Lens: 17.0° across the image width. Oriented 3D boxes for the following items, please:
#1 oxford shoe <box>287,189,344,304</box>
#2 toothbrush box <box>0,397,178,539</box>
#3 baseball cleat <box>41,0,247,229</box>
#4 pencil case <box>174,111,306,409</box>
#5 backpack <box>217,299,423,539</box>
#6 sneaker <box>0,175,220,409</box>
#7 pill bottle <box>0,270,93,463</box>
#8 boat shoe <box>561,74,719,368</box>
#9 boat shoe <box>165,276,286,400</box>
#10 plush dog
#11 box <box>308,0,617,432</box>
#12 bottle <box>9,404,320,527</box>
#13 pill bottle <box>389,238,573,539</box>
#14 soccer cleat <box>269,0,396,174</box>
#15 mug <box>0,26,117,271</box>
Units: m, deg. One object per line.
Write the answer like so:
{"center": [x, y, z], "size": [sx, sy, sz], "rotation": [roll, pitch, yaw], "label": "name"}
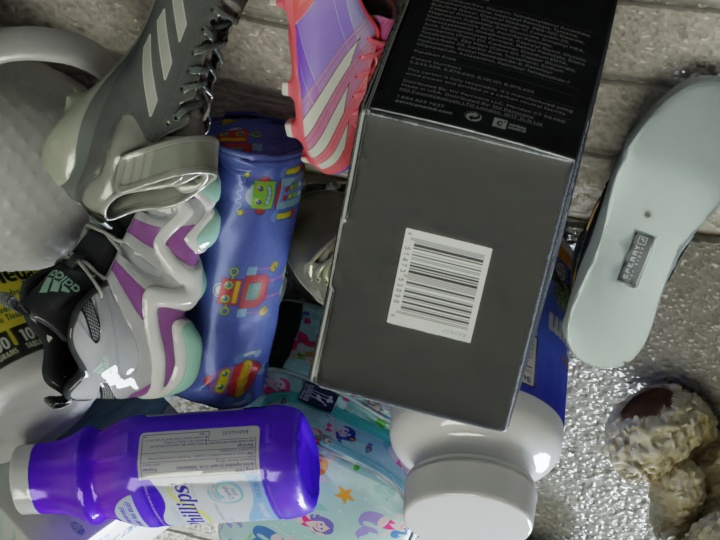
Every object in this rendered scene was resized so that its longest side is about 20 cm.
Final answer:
{"center": [0.000, 0.000, 1.528], "size": [0.075, 0.200, 0.058], "rotation": [-49, 131, 7], "label": "oxford shoe"}
{"center": [-0.224, 0.116, 1.693], "size": [0.200, 0.146, 0.085], "rotation": [43, 150, 19], "label": "toothbrush box"}
{"center": [-0.100, -0.112, 1.428], "size": [0.106, 0.200, 0.070], "rotation": [45, -167, 24], "label": "baseball cleat"}
{"center": [-0.086, -0.008, 1.567], "size": [0.078, 0.087, 0.201], "rotation": [0, 120, -23], "label": "pencil case"}
{"center": [-0.002, 0.131, 1.700], "size": [0.199, 0.151, 0.178], "rotation": [17, 136, -8], "label": "backpack"}
{"center": [-0.162, -0.006, 1.483], "size": [0.078, 0.140, 0.201], "rotation": [22, 115, 48], "label": "sneaker"}
{"center": [-0.268, 0.022, 1.626], "size": [0.200, 0.112, 0.113], "rotation": [54, 147, 22], "label": "pill bottle"}
{"center": [0.176, -0.043, 1.490], "size": [0.071, 0.091, 0.201], "rotation": [22, 114, -6], "label": "boat shoe"}
{"center": [-0.128, 0.043, 1.693], "size": [0.067, 0.074, 0.200], "rotation": [31, 140, -20], "label": "boat shoe"}
{"center": [0.256, 0.190, 1.643], "size": [0.199, 0.172, 0.161], "rotation": [8, 141, 11], "label": "plush dog"}
{"center": [0.061, -0.052, 1.384], "size": [0.123, 0.197, 0.201], "rotation": [14, 128, 3], "label": "box"}
{"center": [-0.130, 0.132, 1.583], "size": [0.199, 0.066, 0.084], "rotation": [-4, 147, 10], "label": "bottle"}
{"center": [0.077, 0.072, 1.538], "size": [0.112, 0.201, 0.112], "rotation": [5, 149, 3], "label": "pill bottle"}
{"center": [-0.009, -0.132, 1.454], "size": [0.076, 0.067, 0.200], "rotation": [2, 136, 11], "label": "soccer cleat"}
{"center": [-0.229, -0.085, 1.520], "size": [0.175, 0.148, 0.200], "rotation": [13, 140, -30], "label": "mug"}
